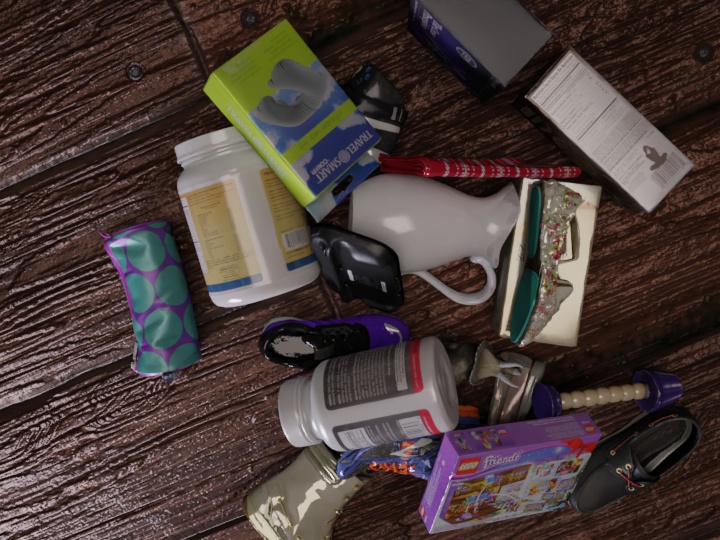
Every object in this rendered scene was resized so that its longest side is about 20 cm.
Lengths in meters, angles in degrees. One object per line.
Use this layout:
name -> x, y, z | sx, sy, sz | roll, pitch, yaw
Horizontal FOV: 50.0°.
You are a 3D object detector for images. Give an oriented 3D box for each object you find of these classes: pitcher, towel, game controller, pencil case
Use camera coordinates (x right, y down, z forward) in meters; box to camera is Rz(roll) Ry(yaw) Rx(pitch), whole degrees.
pitcher -> 0.084, -0.035, 0.966 | 0.198, 0.121, 0.173 | 3, 117, -5
towel -> 0.134, -0.122, 0.901 | 0.198, 0.145, 0.023 | -2, 101, -20
game controller -> 0.000, 0.000, 0.927 | 0.103, 0.200, 0.042 | 11, 71, 10
pencil case -> -0.267, 0.038, 0.996 | 0.092, 0.085, 0.202 | -15, 97, -25

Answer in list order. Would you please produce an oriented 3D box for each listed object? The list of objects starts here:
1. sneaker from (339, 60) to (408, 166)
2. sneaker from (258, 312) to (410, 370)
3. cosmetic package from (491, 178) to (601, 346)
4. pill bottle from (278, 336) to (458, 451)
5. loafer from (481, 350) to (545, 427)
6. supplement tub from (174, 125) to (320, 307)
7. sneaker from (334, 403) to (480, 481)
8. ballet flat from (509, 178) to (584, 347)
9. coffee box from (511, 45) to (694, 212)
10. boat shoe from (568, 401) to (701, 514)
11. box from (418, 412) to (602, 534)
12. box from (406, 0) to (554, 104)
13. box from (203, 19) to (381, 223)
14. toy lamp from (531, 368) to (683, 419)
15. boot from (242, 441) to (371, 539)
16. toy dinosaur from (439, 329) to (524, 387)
sneaker -> -0.036, -0.221, 0.967 | 0.199, 0.073, 0.113 | 24, 93, -8
sneaker -> -0.035, 0.097, 0.985 | 0.198, 0.100, 0.070 | -3, 95, 4
cosmetic package -> 0.232, -0.014, 0.977 | 0.103, 0.073, 0.202 | 6, 98, 2
pill bottle -> 0.008, 0.151, 0.915 | 0.198, 0.111, 0.112 | -14, 97, 16
loafer -> 0.181, 0.204, 1.016 | 0.062, 0.072, 0.201 | 22, 92, 16
supplement tub -> -0.140, -0.069, 0.947 | 0.143, 0.145, 0.202 | -15, 96, 4
sneaker -> 0.064, 0.230, 0.974 | 0.198, 0.075, 0.079 | -17, 68, -1
ballet flat -> 0.223, -0.005, 0.907 | 0.063, 0.076, 0.202 | 6, 101, -5
coffee box -> 0.287, -0.167, 0.935 | 0.200, 0.114, 0.080 | 42, 97, -2
boat shoe -> 0.354, 0.250, 1.012 | 0.201, 0.063, 0.074 | -41, 97, 8
box -> 0.179, 0.242, 0.929 | 0.198, 0.039, 0.138 | -2, 127, -22
box -> 0.128, -0.273, 0.882 | 0.141, 0.200, 0.079 | 41, 97, -2
box -> -0.069, -0.171, 0.889 | 0.122, 0.048, 0.200 | -44, 99, -25
toy lamp -> 0.318, 0.159, 0.982 | 0.198, 0.058, 0.059 | -5, 98, -16
boot -> -0.040, 0.332, 1.034 | 0.155, 0.072, 0.200 | -42, 93, 4
toy dinosaur -> 0.101, 0.131, 0.985 | 0.199, 0.102, 0.078 | -22, 96, 4
